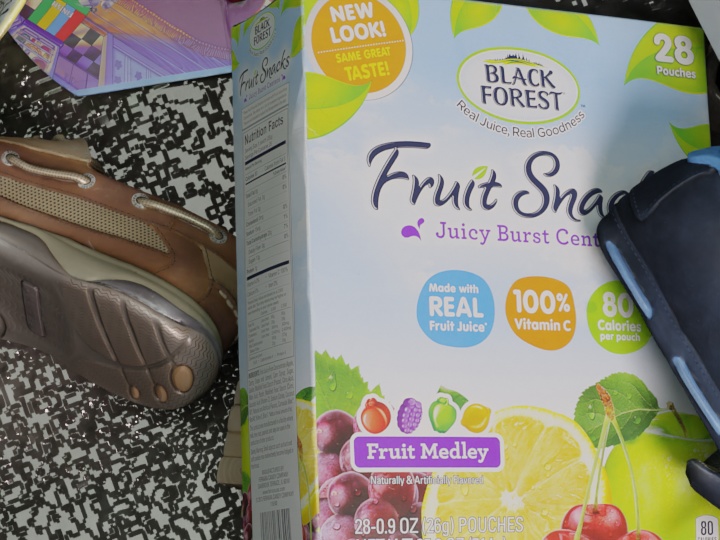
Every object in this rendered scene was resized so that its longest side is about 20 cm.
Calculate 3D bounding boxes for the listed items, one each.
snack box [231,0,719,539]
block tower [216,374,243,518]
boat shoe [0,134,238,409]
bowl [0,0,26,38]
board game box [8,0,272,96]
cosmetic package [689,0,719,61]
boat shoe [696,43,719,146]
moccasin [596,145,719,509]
[{"bbox_3d":[0.043,0.008,0.785,0.168,0.068,0.200,2,79,-27],"label":"snack box"},{"bbox_3d":[0.000,0.000,0.846,0.058,0.054,0.200,0,74,40],"label":"block tower"},{"bbox_3d":[-0.129,-0.016,0.866,0.200,0.076,0.072,27,53,14],"label":"boat shoe"},{"bbox_3d":[-0.202,-0.140,0.864,0.200,0.094,0.201,-1,83,7],"label":"bowl"},{"bbox_3d":[-0.063,-0.160,0.894,0.200,0.039,0.158,-9,81,0],"label":"board game box"},{"bbox_3d":[0.226,-0.113,0.733,0.200,0.123,0.200,-19,68,-12],"label":"cosmetic package"},{"bbox_3d":[0.202,-0.099,0.853,0.200,0.073,0.075,-39,81,-13],"label":"boat shoe"},{"bbox_3d":[0.143,0.058,0.755,0.068,0.080,0.200,-26,79,25],"label":"moccasin"}]
